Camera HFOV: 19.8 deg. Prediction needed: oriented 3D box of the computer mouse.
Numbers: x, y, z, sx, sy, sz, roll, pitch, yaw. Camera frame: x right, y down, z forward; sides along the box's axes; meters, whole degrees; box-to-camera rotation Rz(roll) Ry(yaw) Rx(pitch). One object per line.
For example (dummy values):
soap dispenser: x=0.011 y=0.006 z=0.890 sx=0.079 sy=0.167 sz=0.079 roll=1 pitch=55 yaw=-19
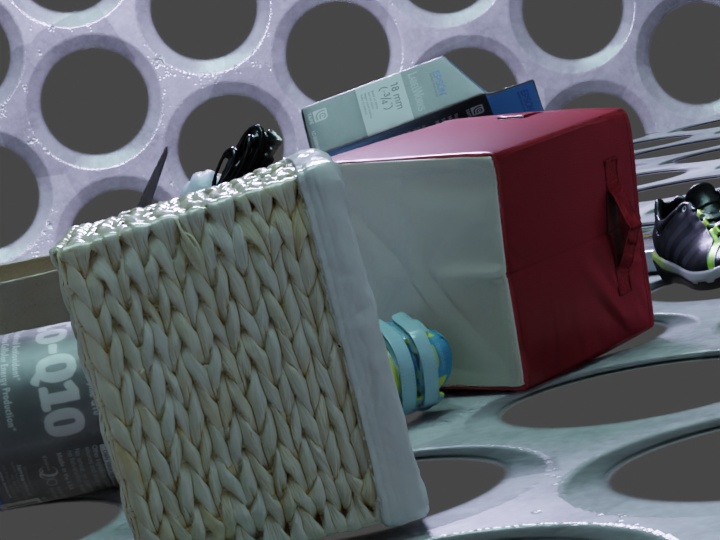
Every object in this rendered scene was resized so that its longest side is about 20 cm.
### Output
computer mouse: x=-0.089 y=-0.022 z=1.592 sx=0.139 sy=0.053 sz=0.200 roll=-52 pitch=22 yaw=12

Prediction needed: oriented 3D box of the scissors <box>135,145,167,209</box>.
scissors: x=-0.195 y=-0.020 z=1.690 sx=0.073 sy=0.201 sz=0.014 roll=-14 pitch=51 yaw=-24

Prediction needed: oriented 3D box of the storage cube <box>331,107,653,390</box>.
storage cube: x=0.090 y=-0.018 z=1.515 sx=0.199 sy=0.173 sz=0.179 roll=0 pitch=13 yaw=39

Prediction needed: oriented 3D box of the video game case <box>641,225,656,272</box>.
video game case: x=0.261 y=-0.019 z=1.996 sx=0.199 sy=0.023 sz=0.182 roll=-7 pitch=7 yaw=41

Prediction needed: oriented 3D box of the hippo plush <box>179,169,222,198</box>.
hippo plush: x=-0.095 y=-0.006 z=1.862 sx=0.160 sy=0.161 sz=0.200 roll=6 pitch=-5 yaw=31

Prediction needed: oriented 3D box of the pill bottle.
pill bottle: x=-0.165 y=0.086 z=1.352 sx=0.198 sy=0.115 sz=0.114 roll=-11 pitch=6 yaw=0

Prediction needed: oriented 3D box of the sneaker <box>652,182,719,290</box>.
sneaker: x=0.294 y=-0.032 z=1.756 sx=0.071 sy=0.084 sz=0.200 roll=-13 pitch=6 yaw=-18

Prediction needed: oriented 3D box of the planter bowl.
planter bowl: x=-0.263 y=0.065 z=1.618 sx=0.198 sy=0.136 sz=0.200 roll=-10 pitch=6 yaw=1

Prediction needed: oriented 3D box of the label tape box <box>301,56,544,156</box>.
label tape box: x=0.066 y=-0.111 z=1.806 sx=0.199 sy=0.064 sz=0.145 roll=-20 pitch=-37 yaw=6

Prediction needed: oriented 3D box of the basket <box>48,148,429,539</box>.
basket: x=-0.066 y=0.050 z=1.147 sx=0.160 sy=0.202 sz=0.198 roll=-17 pitch=6 yaw=-3

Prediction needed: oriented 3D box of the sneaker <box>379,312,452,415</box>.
sneaker: x=0.003 y=0.071 z=1.356 sx=0.129 sy=0.080 sz=0.200 roll=-13 pitch=7 yaw=-5
